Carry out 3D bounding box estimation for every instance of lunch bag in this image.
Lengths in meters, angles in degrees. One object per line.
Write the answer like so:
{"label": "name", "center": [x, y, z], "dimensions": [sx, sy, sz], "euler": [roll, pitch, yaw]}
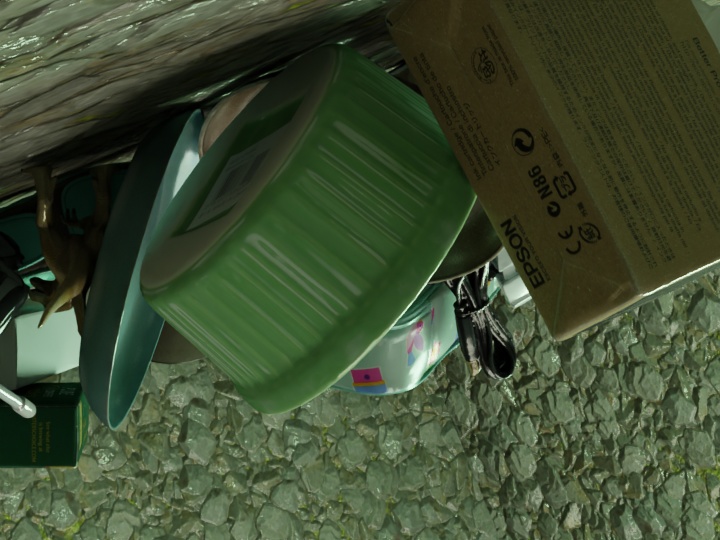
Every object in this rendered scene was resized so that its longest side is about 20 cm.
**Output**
{"label": "lunch bag", "center": [0.000, 0.000, 1.481], "dimensions": [0.160, 0.077, 0.200], "euler": [17, -144, 23]}

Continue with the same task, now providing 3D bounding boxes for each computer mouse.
{"label": "computer mouse", "center": [0.115, -0.017, 1.469], "dimensions": [0.044, 0.110, 0.200], "euler": [1, -146, 30]}

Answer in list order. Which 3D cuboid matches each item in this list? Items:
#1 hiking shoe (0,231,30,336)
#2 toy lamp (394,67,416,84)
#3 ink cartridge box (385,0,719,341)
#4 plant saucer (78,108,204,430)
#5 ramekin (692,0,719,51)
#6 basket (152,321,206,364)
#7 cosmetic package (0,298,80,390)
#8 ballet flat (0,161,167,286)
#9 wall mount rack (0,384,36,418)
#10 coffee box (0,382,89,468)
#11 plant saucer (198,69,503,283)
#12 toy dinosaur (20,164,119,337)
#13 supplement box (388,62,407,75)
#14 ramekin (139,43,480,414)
{"label": "hiking shoe", "center": [-0.247, -0.006, 1.260], "dimensions": [0.074, 0.087, 0.200], "euler": [-54, -163, -6]}
{"label": "toy lamp", "center": [0.032, -0.124, 1.431], "dimensions": [0.058, 0.058, 0.200], "euler": [-22, -178, -30]}
{"label": "ink cartridge box", "center": [0.129, -0.082, 1.164], "dimensions": [0.165, 0.200, 0.075], "euler": [-20, 170, -45]}
{"label": "plant saucer", "center": [-0.134, -0.004, 1.304], "dimensions": [0.027, 0.201, 0.200], "euler": [15, -178, 3]}
{"label": "ramekin", "center": [0.143, -0.106, 1.373], "dimensions": [0.200, 0.105, 0.200], "euler": [-53, 174, -8]}
{"label": "basket", "center": [-0.134, -0.013, 1.755], "dimensions": [0.180, 0.136, 0.200], "euler": [-49, 178, -8]}
{"label": "cosmetic package", "center": [-0.298, 0.046, 1.427], "dimensions": [0.200, 0.052, 0.151], "euler": [1, -174, 10]}
{"label": "ballet flat", "center": [-0.196, -0.027, 1.421], "dimensions": [0.200, 0.067, 0.070], "euler": [-17, -176, -7]}
{"label": "wall mount rack", "center": [-0.282, 0.064, 1.237], "dimensions": [0.200, 0.075, 0.174], "euler": [20, -153, 21]}
{"label": "coffee box", "center": [-0.273, 0.097, 1.365], "dimensions": [0.200, 0.044, 0.123], "euler": [0, -177, -6]}
{"label": "plant saucer", "center": [0.000, -0.063, 1.325], "dimensions": [0.200, 0.200, 0.032], "euler": [-22, -139, 42]}
{"label": "toy dinosaur", "center": [-0.167, -0.011, 1.266], "dimensions": [0.058, 0.101, 0.200], "euler": [-3, -179, -10]}
{"label": "supplement box", "center": [0.135, -0.139, 1.595], "dimensions": [0.200, 0.101, 0.103], "euler": [-22, 179, -28]}
{"label": "ramekin", "center": [-0.032, -0.029, 1.192], "dimensions": [0.200, 0.098, 0.200], "euler": [-45, -162, 20]}
